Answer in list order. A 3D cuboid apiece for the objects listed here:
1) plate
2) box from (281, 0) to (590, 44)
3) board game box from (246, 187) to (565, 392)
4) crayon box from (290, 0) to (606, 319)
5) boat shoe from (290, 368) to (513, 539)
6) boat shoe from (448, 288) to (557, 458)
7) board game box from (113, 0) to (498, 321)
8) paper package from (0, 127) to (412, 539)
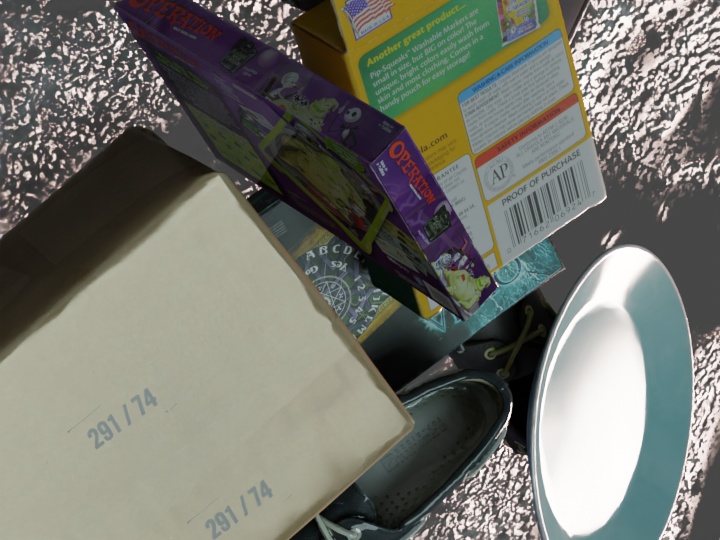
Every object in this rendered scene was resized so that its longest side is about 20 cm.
[{"bbox_3d":[0.137,0.084,1.582,0.200,0.026,0.201,-12,105,-56],"label":"plate"},{"bbox_3d":[0.051,-0.190,1.408,0.200,0.044,0.160,15,104,-45],"label":"box"},{"bbox_3d":[0.000,0.000,1.460,0.200,0.028,0.135,-35,117,-15],"label":"board game box"},{"bbox_3d":[0.044,-0.092,1.386,0.126,0.052,0.200,-33,130,-20],"label":"crayon box"},{"bbox_3d":[-0.006,0.114,1.424,0.200,0.076,0.060,-41,178,-18],"label":"boat shoe"},{"bbox_3d":[0.085,0.041,1.569,0.072,0.061,0.201,-44,136,-11],"label":"boat shoe"},{"bbox_3d":[-0.027,-0.059,1.306,0.032,0.200,0.120,-48,137,-9],"label":"board game box"},{"bbox_3d":[-0.111,0.066,1.333,0.200,0.103,0.191,-43,119,-11],"label":"paper package"}]
